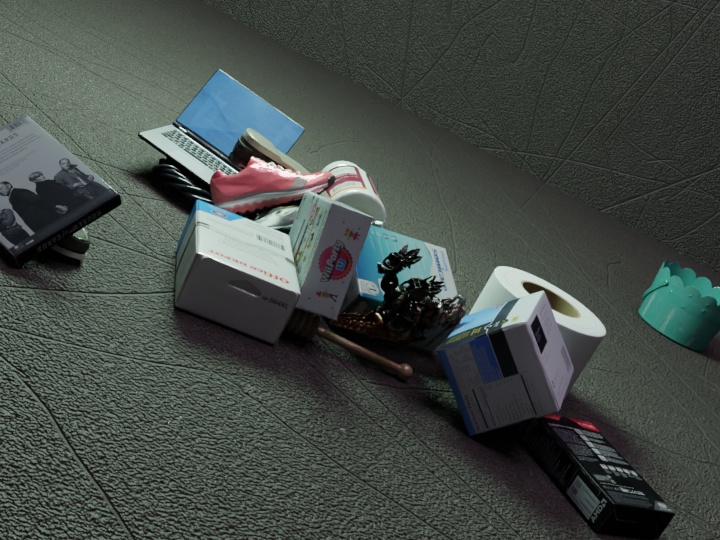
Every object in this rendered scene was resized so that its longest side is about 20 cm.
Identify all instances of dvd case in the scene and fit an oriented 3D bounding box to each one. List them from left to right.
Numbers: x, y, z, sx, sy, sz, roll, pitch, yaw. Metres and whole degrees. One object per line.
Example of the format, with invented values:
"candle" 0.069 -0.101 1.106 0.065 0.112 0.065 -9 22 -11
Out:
"dvd case" -0.413 -0.102 1.306 0.150 0.025 0.200 -37 59 -28

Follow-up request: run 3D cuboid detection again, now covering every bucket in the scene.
"bucket" 0.758 0.083 2.490 0.207 0.135 0.207 26 18 -9

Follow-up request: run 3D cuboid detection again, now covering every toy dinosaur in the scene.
"toy dinosaur" 0.060 0.055 1.470 0.200 0.136 0.102 -25 48 -40

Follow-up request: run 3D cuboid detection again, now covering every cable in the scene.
"cable" -0.247 -0.127 1.737 0.200 0.051 0.163 19 25 -36

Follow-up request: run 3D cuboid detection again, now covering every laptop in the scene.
"laptop" -0.224 -0.226 1.754 0.187 0.116 0.200 35 20 5

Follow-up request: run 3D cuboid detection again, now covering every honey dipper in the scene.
"honey dipper" -0.017 0.104 1.456 0.200 0.038 0.038 28 17 -16

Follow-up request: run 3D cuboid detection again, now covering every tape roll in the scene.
"tape roll" 0.269 0.103 1.704 0.202 0.139 0.203 26 17 -9

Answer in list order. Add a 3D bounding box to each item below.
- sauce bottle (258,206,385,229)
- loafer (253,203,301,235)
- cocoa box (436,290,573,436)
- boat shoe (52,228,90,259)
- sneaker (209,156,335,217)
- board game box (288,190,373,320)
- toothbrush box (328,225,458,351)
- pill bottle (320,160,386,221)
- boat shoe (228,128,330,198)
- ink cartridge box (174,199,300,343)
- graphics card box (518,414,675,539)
"sauce bottle" -0.061 -0.071 1.704 0.200 0.065 0.065 7 15 11
"loafer" -0.123 -0.061 1.616 0.200 0.073 0.072 -11 48 -32
"cocoa box" 0.204 0.125 1.484 0.134 0.131 0.200 69 19 -4
"boat shoe" -0.400 -0.088 1.350 0.201 0.061 0.072 40 10 29
"sneaker" -0.137 -0.138 1.647 0.200 0.087 0.074 -14 1 -12
"board game box" -0.057 -0.026 1.476 0.064 0.148 0.200 20 4 -15
"toothbrush box" 0.045 0.023 1.598 0.200 0.085 0.147 14 48 -34
"pill bottle" -0.023 -0.123 1.932 0.114 0.114 0.200 23 18 -17
"boat shoe" -0.127 -0.148 1.723 0.200 0.063 0.073 38 14 -29
"ink cartridge box" -0.168 -0.002 1.430 0.146 0.084 0.200 22 19 -16
"graphics card box" 0.316 0.274 1.445 0.125 0.051 0.200 16 20 -34
